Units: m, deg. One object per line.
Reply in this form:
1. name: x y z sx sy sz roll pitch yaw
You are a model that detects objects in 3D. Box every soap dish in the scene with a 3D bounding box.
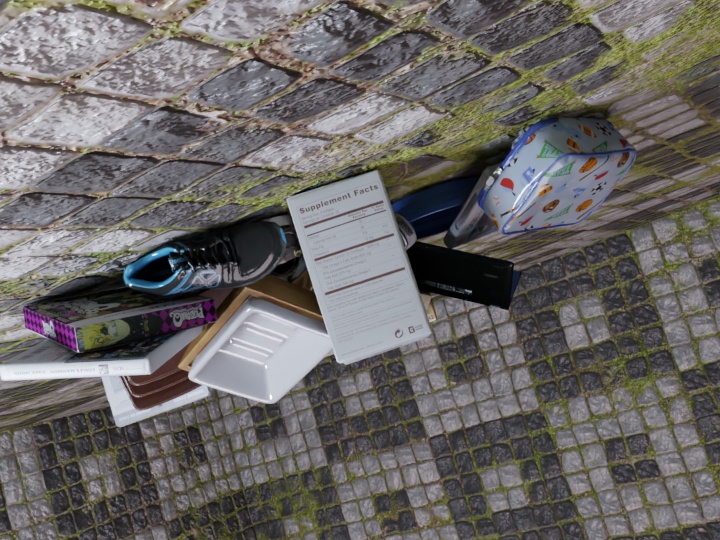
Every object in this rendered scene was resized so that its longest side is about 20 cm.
1. soap dish: -0.134 0.090 1.130 0.157 0.082 0.200 22 133 -27

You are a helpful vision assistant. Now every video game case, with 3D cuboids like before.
1. video game case: 0.227 -0.110 1.166 0.199 0.023 0.182 -21 159 -24
2. video game case: -0.310 0.056 1.064 0.181 0.036 0.199 -11 -168 -36
3. video game case: -0.306 0.093 1.023 0.181 0.024 0.200 -4 -170 8

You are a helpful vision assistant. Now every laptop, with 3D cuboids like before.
1. laptop: 0.146 -0.021 1.260 0.186 0.116 0.200 12 151 14

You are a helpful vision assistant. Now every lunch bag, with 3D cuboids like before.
1. lunch bag: 0.243 -0.115 1.049 0.199 0.076 0.161 -7 144 -40

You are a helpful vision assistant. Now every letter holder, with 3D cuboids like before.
1. letter holder: -0.255 0.112 1.219 0.199 0.143 0.100 -27 -169 -24

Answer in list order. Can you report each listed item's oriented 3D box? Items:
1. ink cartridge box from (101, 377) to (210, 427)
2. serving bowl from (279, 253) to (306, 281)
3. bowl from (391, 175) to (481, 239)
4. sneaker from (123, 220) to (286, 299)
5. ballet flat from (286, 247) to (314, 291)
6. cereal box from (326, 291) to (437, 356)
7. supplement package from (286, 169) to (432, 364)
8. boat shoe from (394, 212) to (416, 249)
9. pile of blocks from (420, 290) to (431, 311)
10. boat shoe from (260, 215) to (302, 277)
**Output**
1. ink cartridge box: -0.324 0.141 1.357 0.199 0.177 0.084 -20 173 22
2. serving bowl: -0.044 -0.008 1.346 0.199 0.066 0.200 -18 172 -2
3. bowl: 0.114 -0.089 1.233 0.199 0.040 0.201 -18 172 -2
4. sneaker: -0.185 -0.008 0.996 0.199 0.074 0.082 -19 173 9
5. ballet flat: -0.058 -0.022 1.188 0.200 0.063 0.069 -54 172 30
6. cereal box: 0.016 0.063 1.347 0.199 0.040 0.144 -18 -154 3
7. supplement package: 0.000 0.000 0.997 0.117 0.201 0.117 -18 172 1
8. boat shoe: 0.021 -0.014 1.156 0.068 0.074 0.199 -43 -179 -19
9. pile of blocks: 0.014 0.050 1.214 0.199 0.063 0.082 10 -176 -36
10. boat shoe: -0.112 -0.022 1.117 0.071 0.060 0.200 -16 172 -9
